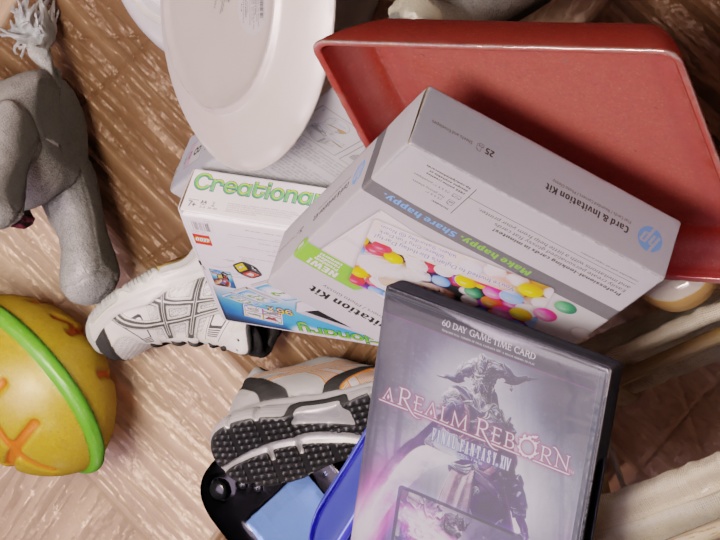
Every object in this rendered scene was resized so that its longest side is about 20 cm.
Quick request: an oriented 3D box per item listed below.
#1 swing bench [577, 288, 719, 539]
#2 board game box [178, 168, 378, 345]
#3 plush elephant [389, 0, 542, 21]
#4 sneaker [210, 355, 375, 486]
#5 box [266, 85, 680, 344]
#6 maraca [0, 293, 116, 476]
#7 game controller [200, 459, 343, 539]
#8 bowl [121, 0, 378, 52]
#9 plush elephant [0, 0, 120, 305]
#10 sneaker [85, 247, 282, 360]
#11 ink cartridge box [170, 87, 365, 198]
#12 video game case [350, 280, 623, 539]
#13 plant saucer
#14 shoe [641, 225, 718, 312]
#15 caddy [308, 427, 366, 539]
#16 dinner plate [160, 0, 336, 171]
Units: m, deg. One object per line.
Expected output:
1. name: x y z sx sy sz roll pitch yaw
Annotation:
1. swing bench: 0.189 0.096 1.468 0.198 0.129 0.201 -27 50 36
2. board game box: 0.000 0.000 1.571 0.199 0.035 0.126 9 151 16
3. plush elephant: 0.051 -0.210 1.470 0.155 0.199 0.165 58 171 -1
4. sneaker: 0.003 0.081 1.674 0.199 0.080 0.074 -5 125 16
5. box: 0.056 -0.009 1.421 0.155 0.041 0.200 28 151 -13
6. maraca: -0.242 0.068 1.810 0.200 0.107 0.138 33 146 37
7. game controller: -0.020 0.190 1.744 0.200 0.042 0.104 51 126 8
8. bowl: -0.090 -0.204 1.624 0.200 0.090 0.202 12 112 31
9. plush elephant: -0.268 -0.075 1.748 0.154 0.165 0.201 -15 69 23
10. sneaker: -0.099 0.027 1.718 0.200 0.076 0.088 -31 88 37
11. ink cartridge box: 0.005 -0.055 1.560 0.162 0.057 0.200 32 143 -22
12. video game case: 0.062 0.121 1.419 0.142 0.019 0.201 20 115 30
13. plant saucer: 0.099 -0.068 1.373 0.199 0.037 0.200 5 148 26
14. shoe: 0.145 -0.060 1.479 0.070 0.053 0.201 -38 49 20
15. caddy: 0.053 0.155 1.604 0.141 0.105 0.201 30 105 -10
16. dinner plate: -0.073 -0.157 1.504 0.200 0.024 0.202 9 100 56
